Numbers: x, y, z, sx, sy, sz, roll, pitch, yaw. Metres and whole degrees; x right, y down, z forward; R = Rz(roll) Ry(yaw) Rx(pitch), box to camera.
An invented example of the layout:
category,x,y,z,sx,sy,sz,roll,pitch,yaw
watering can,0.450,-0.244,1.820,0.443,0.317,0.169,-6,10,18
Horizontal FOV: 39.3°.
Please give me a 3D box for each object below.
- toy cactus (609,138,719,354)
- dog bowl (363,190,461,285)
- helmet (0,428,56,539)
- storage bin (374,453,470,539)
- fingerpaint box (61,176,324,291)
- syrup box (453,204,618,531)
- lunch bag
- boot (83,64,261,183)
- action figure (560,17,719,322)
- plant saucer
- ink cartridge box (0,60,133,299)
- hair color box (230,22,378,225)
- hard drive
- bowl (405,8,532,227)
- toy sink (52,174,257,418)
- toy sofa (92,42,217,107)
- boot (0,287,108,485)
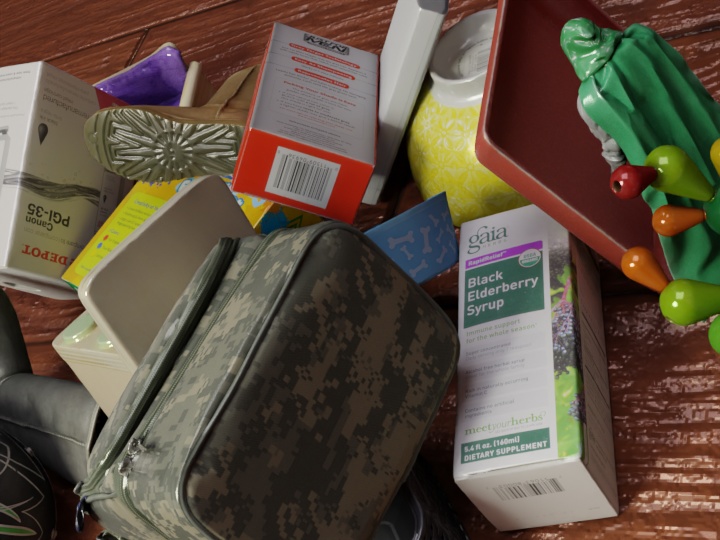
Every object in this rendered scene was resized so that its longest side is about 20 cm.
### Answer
category,x,y,z,sx,sy,sz,roll,pitch,yaw
toy cactus,0.244,-0.006,0.569,0.165,0.102,0.200,-31,69,-38
dog bowl,0.000,0.000,0.742,0.111,0.050,0.200,-28,3,-29
helmet,-0.351,0.196,0.795,0.190,0.200,0.201,-8,50,43
storage bin,-0.038,0.191,0.635,0.200,0.094,0.135,-37,41,6
fingerpaint box,-0.153,-0.015,0.918,0.200,0.073,0.167,18,67,45
syrup box,0.111,0.056,0.649,0.078,0.081,0.201,-14,48,24
lunch bag,-0.065,0.081,0.587,0.167,0.139,0.201,-7,50,52
boot,-0.142,-0.146,0.953,0.174,0.066,0.200,8,28,6
action figure,0.187,-0.078,0.618,0.118,0.200,0.055,-49,23,-13
plant saucer,0.152,-0.097,0.676,0.037,0.200,0.200,-30,36,43
ink cartridge box,-0.301,-0.082,0.989,0.082,0.146,0.201,-1,77,31
hair color box,-0.041,-0.126,0.831,0.200,0.101,0.061,-86,15,-54
hard drive,0.034,-0.171,0.843,0.027,0.200,0.132,12,47,-7
bowl,0.111,-0.141,0.803,0.199,0.108,0.201,-21,45,22
toy sink,-0.126,0.048,0.720,0.112,0.200,0.130,2,40,46
toy sofa,-0.256,-0.159,1.107,0.199,0.098,0.083,-18,45,23
boot,-0.272,0.098,0.856,0.072,0.183,0.200,-26,22,-36
